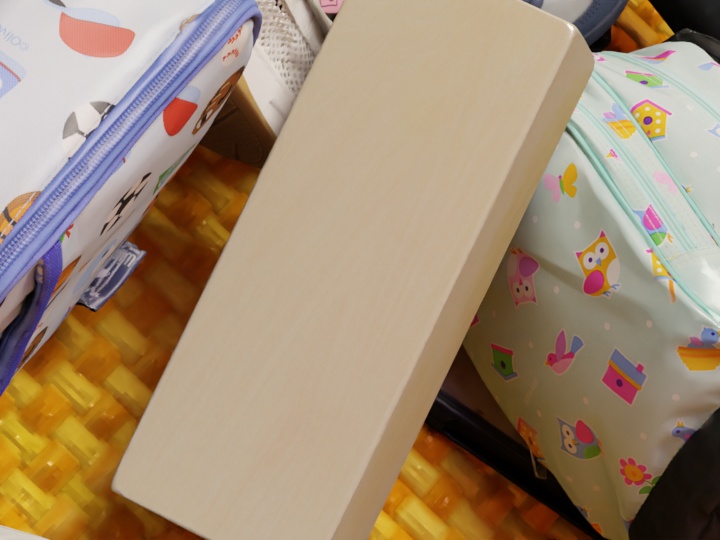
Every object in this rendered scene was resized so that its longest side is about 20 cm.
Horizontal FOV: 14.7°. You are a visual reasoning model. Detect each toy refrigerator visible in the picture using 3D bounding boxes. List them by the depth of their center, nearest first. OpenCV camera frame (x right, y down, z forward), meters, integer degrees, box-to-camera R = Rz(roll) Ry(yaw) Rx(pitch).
[{"bbox_3d":[0.000,0.000,0.930,0.076,0.070,0.200,25,88,12],"label":"toy refrigerator"}]

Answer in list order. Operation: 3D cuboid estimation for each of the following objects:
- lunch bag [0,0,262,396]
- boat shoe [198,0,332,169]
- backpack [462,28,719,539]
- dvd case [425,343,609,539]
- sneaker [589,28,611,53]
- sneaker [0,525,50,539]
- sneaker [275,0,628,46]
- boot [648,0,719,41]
[{"bbox_3d":[-0.111,-0.017,0.862,0.076,0.200,0.160,36,64,0],"label":"lunch bag"},{"bbox_3d":[-0.057,-0.115,0.897,0.071,0.200,0.069,21,67,30],"label":"boat shoe"},{"bbox_3d":[0.111,0.006,0.997,0.126,0.167,0.200,-7,54,-40],"label":"backpack"},{"bbox_3d":[0.093,0.035,1.080,0.200,0.018,0.143,35,48,-9],"label":"dvd case"},{"bbox_3d":[0.063,-0.135,1.127,0.112,0.073,0.200,32,58,4],"label":"sneaker"},{"bbox_3d":[-0.074,0.113,0.846,0.200,0.081,0.075,20,54,18],"label":"sneaker"},{"bbox_3d":[0.007,-0.096,1.013,0.200,0.082,0.070,-15,80,-5],"label":"sneaker"},{"bbox_3d":[0.187,-0.094,1.124,0.200,0.076,0.168,-5,61,-56],"label":"boot"}]
